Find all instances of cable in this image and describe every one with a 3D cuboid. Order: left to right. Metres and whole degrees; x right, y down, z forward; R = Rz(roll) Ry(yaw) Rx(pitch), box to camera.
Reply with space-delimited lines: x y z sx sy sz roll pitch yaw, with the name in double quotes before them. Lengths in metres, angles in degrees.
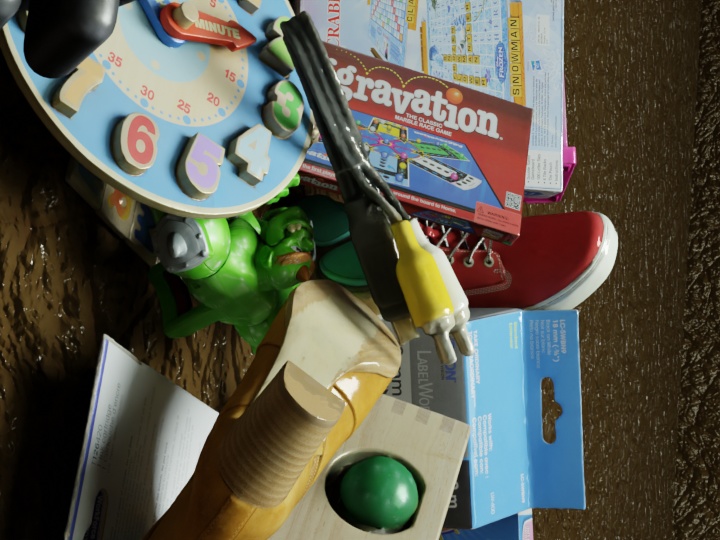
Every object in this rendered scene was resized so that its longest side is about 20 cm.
"cable" 0.012 -0.046 0.780 0.097 0.050 0.203 -71 143 -82

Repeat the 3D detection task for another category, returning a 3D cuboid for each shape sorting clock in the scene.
"shape sorting clock" -0.099 -0.122 0.731 0.199 0.039 0.202 27 48 -34

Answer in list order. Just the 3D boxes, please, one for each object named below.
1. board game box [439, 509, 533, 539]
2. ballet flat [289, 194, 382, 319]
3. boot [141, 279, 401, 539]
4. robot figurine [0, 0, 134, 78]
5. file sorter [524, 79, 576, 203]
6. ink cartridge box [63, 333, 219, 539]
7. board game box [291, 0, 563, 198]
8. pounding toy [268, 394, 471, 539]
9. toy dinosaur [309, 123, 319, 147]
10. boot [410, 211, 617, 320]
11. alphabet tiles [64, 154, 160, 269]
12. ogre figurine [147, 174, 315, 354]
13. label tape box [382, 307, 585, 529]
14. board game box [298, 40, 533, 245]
"board game box" 0.052 0.151 1.073 0.040 0.151 0.203 -13 100 -67
"ballet flat" 0.000 0.000 0.935 0.064 0.068 0.200 68 -8 -21
"boot" -0.053 0.090 0.737 0.144 0.071 0.201 -51 -179 18
"robot figurine" -0.136 -0.191 0.617 0.150 0.123 0.203 33 58 -65
"file sorter" 0.098 -0.130 1.168 0.200 0.137 0.128 49 40 -83
"ink cartridge box" -0.121 0.158 0.758 0.200 0.046 0.201 45 49 -60
"board game box" 0.048 -0.158 1.029 0.041 0.196 0.203 152 -59 -77
"pounding toy" -0.021 0.155 0.898 0.185 0.140 0.202 -66 172 -49
"toy dinosaur" -0.074 -0.154 0.883 0.107 0.060 0.202 67 6 -54
"boot" 0.071 -0.021 1.018 0.144 0.198 0.073 37 52 -34
"alphabet tiles" -0.119 -0.093 0.828 0.200 0.006 0.169 54 39 -57
"ogre figurine" -0.076 -0.026 0.812 0.201 0.097 0.121 84 -3 -58
"label tape box" 0.052 0.102 1.006 0.063 0.197 0.147 -16 104 -68
"board game box" 0.019 -0.092 0.967 0.019 0.197 0.104 126 -23 -60
